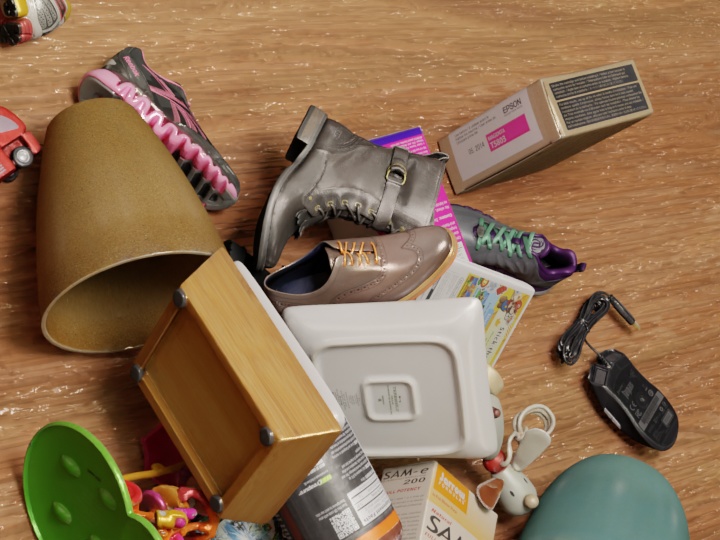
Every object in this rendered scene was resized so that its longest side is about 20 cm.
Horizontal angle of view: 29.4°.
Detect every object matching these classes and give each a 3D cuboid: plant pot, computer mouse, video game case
[{"bbox_3d":[0.272,0.303,1.512,0.200,0.200,0.162,43,44,-16],"label":"plant pot"},{"bbox_3d":[0.323,0.124,1.694,0.200,0.046,0.141,43,51,-10],"label":"computer mouse"},{"bbox_3d":[-0.231,-0.053,1.294,0.184,0.187,0.202,-2,60,-35],"label":"plant pot"},{"bbox_3d":[0.078,0.083,1.450,0.181,0.023,0.202,18,104,-43],"label":"video game case"}]

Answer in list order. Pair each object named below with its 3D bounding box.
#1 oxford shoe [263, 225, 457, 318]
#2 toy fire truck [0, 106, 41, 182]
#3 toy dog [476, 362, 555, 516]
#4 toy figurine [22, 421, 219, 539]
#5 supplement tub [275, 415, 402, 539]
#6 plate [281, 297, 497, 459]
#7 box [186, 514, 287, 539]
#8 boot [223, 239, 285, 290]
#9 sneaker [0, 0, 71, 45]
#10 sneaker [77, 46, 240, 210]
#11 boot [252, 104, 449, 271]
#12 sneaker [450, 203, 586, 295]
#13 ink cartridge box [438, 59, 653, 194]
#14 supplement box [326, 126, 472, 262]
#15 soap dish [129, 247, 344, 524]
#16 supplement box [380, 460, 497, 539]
[{"bbox_3d":[0.000,0.000,1.335,0.198,0.073,0.072,-24,56,1],"label":"oxford shoe"},{"bbox_3d":[-0.405,-0.110,1.252,0.200,0.049,0.142,-43,101,-36],"label":"toy fire truck"},{"bbox_3d":[0.148,0.184,1.455,0.199,0.096,0.133,34,82,-31],"label":"toy dog"},{"bbox_3d":[-0.175,0.200,1.252,0.183,0.199,0.152,-17,130,-48],"label":"toy figurine"},{"bbox_3d":[-0.028,0.224,1.308,0.106,0.107,0.202,-27,89,-37],"label":"supplement tub"},{"bbox_3d":[0.030,0.119,1.352,0.033,0.197,0.202,-79,163,-53],"label":"plate"},{"bbox_3d":[-0.080,0.305,1.353,0.136,0.040,0.202,-32,95,-38],"label":"box"},{"bbox_3d":[-0.097,0.079,1.395,0.161,0.073,0.200,31,56,-23],"label":"boot"},{"bbox_3d":[-0.347,-0.325,1.352,0.082,0.077,0.203,-23,98,-41],"label":"sneaker"},{"bbox_3d":[-0.191,-0.150,1.406,0.200,0.079,0.096,45,44,-17],"label":"sneaker"},{"bbox_3d":[-0.006,-0.062,1.397,0.172,0.069,0.202,25,74,-7],"label":"boot"},{"bbox_3d":[0.170,-0.037,1.606,0.198,0.087,0.075,22,64,-28],"label":"sneaker"},{"bbox_3d":[0.215,-0.168,1.609,0.163,0.199,0.076,-16,84,-38],"label":"ink cartridge box"},{"bbox_3d":[0.039,-0.040,1.507,0.102,0.101,0.203,-18,86,-36],"label":"supplement box"},{"bbox_3d":[-0.115,0.108,1.212,0.081,0.158,0.201,-15,63,-44],"label":"soap dish"},{"bbox_3d":[0.066,0.315,1.400,0.126,0.073,0.202,43,47,-36],"label":"supplement box"}]
